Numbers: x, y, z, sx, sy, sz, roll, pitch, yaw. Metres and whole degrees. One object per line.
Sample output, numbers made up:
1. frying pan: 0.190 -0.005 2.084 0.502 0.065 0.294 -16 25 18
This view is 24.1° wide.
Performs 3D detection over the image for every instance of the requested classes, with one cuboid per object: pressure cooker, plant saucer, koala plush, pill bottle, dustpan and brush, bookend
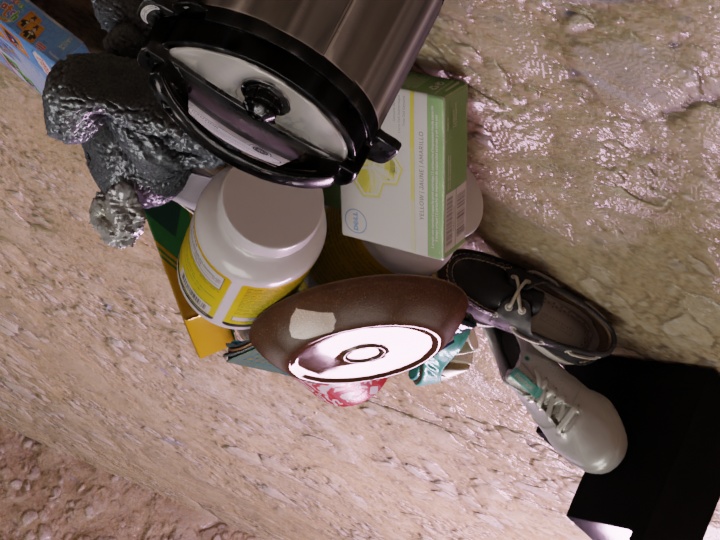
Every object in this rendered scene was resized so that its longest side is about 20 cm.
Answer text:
1. pressure cooker: -0.052 -0.163 1.194 0.175 0.201 0.179 14 158 30
2. plant saucer: 0.001 0.060 1.501 0.199 0.037 0.201 -8 158 -3
3. koala plush: -0.182 -0.121 1.462 0.183 0.178 0.200 22 141 -7
4. pill bottle: 0.018 -0.033 1.529 0.111 0.112 0.200 34 143 -20
5. dustpan and brush: -0.140 -0.080 1.649 0.199 0.057 0.140 25 -179 -3
6. pill bottle: -0.091 -0.027 1.439 0.112 0.113 0.200 28 159 -4
7. bookend: 0.261 0.196 1.697 0.198 0.201 0.092 4 150 46

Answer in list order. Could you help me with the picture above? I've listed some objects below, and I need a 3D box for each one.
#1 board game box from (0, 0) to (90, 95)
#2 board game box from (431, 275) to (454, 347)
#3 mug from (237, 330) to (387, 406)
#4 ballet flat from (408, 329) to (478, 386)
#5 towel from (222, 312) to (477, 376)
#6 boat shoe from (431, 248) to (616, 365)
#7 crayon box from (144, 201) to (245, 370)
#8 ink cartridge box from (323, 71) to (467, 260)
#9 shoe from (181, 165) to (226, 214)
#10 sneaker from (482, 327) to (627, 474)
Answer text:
1. board game box: -0.302 -0.205 1.569 0.200 0.037 0.151 39 167 29
2. board game box: 0.000 0.000 1.673 0.199 0.034 0.136 12 117 40
3. mug: -0.049 0.051 1.903 0.133 0.178 0.200 -20 149 12
4. ballet flat: 0.093 0.089 1.855 0.070 0.068 0.200 11 162 2
5. towel: -0.011 0.062 1.588 0.200 0.022 0.146 -23 153 36
6. boat shoe: 0.159 0.035 1.612 0.200 0.074 0.060 32 160 -23
7. crayon box: -0.184 0.009 1.844 0.127 0.051 0.201 84 164 -67
8. ink cartridge box: -0.005 -0.102 1.410 0.199 0.048 0.146 15 120 29
9. shoe: -0.172 -0.092 1.750 0.200 0.054 0.070 40 157 -33
10. sneaker: 0.181 0.120 1.664 0.088 0.075 0.200 23 -156 -52
